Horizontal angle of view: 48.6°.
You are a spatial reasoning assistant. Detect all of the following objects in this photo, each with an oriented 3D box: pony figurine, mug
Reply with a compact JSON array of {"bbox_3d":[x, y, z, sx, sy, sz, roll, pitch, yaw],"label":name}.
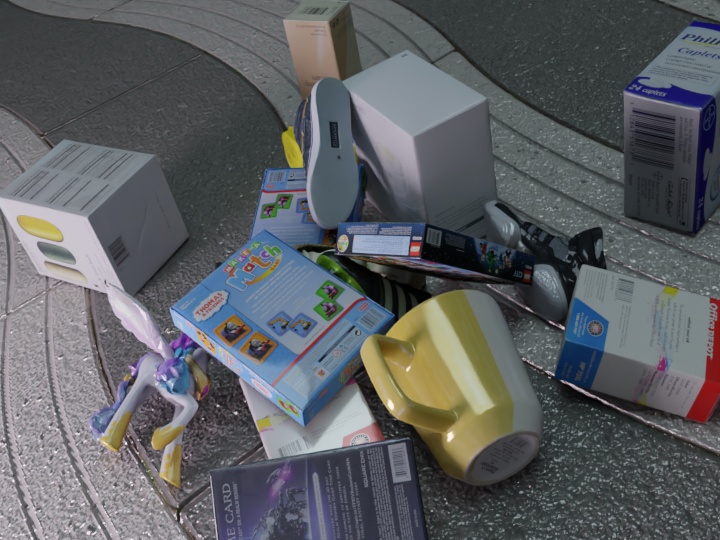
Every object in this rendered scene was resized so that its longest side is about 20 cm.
[{"bbox_3d":[-0.229,0.118,0.925,0.190,0.167,0.203,17,67,29],"label":"pony figurine"},{"bbox_3d":[0.093,0.131,0.800,0.183,0.151,0.154,-11,46,-18],"label":"mug"}]

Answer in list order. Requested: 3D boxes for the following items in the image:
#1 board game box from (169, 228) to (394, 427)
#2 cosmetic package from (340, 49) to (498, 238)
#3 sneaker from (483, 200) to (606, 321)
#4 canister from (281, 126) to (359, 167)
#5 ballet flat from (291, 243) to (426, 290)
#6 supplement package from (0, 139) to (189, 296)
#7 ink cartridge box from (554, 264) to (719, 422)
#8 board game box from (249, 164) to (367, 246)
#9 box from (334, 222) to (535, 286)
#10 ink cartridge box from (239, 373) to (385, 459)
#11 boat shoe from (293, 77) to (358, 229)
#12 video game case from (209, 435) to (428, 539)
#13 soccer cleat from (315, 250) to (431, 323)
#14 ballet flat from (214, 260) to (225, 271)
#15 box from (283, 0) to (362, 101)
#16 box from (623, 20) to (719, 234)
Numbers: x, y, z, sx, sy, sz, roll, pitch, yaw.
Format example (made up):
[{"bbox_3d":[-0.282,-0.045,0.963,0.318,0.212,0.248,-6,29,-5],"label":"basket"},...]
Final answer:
[{"bbox_3d":[-0.084,0.054,0.864,0.198,0.037,0.151,33,58,25],"label":"board game box"},{"bbox_3d":[0.082,-0.159,1.090,0.121,0.203,0.199,-26,40,-15],"label":"cosmetic package"},{"bbox_3d":[0.235,-0.028,0.994,0.112,0.076,0.202,-20,46,-8],"label":"sneaker"},{"bbox_3d":[-0.006,-0.201,1.258,0.197,0.088,0.149,-26,41,-16],"label":"canister"},{"bbox_3d":[0.000,0.000,0.980,0.195,0.075,0.069,7,72,-17],"label":"ballet flat"},{"bbox_3d":[-0.393,-0.079,1.182,0.196,0.154,0.151,12,47,29],"label":"supplement package"},{"bbox_3d":[0.312,0.079,0.830,0.196,0.068,0.117,16,48,13],"label":"ink cartridge box"},{"bbox_3d":[-0.076,-0.053,1.094,0.148,0.037,0.204,-1,58,17],"label":"board game box"},{"bbox_3d":[0.087,-0.017,0.908,0.135,0.197,0.039,3,83,47],"label":"box"},{"bbox_3d":[-0.055,0.153,0.853,0.114,0.068,0.202,-22,51,-9],"label":"ink cartridge box"},{"bbox_3d":[-0.050,-0.150,1.081,0.069,0.205,0.091,5,-11,-23],"label":"boat shoe"},{"bbox_3d":[-0.037,0.243,0.740,0.195,0.019,0.146,-10,78,6],"label":"video game case"},{"bbox_3d":[0.034,0.041,0.930,0.199,0.068,0.081,40,51,2],"label":"soccer cleat"},{"bbox_3d":[-0.138,0.071,0.982,0.072,0.074,0.200,-32,59,-21],"label":"ballet flat"},{"bbox_3d":[-0.054,-0.343,1.344,0.093,0.203,0.078,10,44,27],"label":"box"},{"bbox_3d":[0.430,-0.186,1.026,0.104,0.186,0.200,22,52,38],"label":"box"}]
